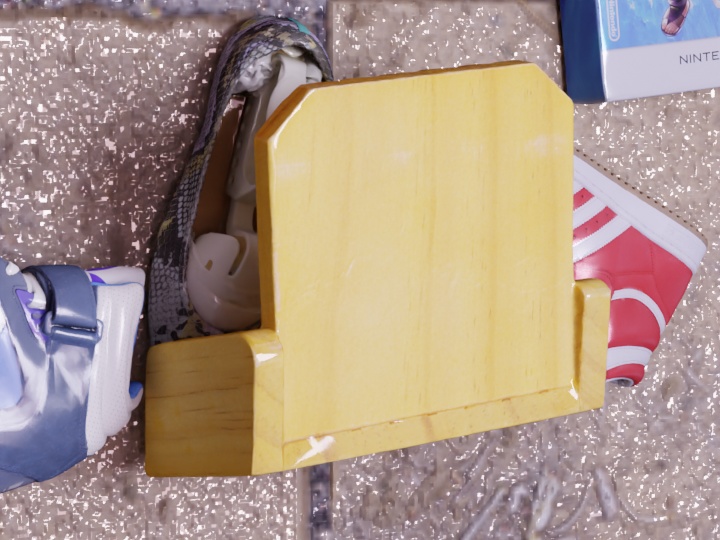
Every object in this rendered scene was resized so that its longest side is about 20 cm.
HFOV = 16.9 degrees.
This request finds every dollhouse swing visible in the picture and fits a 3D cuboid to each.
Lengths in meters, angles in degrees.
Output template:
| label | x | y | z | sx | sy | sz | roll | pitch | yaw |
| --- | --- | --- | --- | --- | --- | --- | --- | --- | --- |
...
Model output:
| label | x | y | z | sx | sy | sz | roll | pitch | yaw |
| --- | --- | --- | --- | --- | --- | --- | --- | --- | --- |
| dollhouse swing | 0.000 | 0.000 | 1.195 | 0.199 | 0.182 | 0.177 | -10 | 90 | -29 |

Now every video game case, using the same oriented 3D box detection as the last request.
| label | x | y | z | sx | sy | sz | roll | pitch | yaw |
| --- | --- | --- | --- | --- | --- | --- | --- | --- | --- |
| video game case | 0.193 | -0.201 | 1.338 | 0.181 | 0.045 | 0.201 | -9 | 99 | -26 |

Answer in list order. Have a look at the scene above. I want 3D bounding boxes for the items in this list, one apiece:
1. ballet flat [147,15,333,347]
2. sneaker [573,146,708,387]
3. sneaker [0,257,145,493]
| label | x | y | z | sx | sy | sz | roll | pitch | yaw |
| --- | --- | --- | --- | --- | --- | --- | --- | --- | --- |
| ballet flat | -0.059 | -0.032 | 1.219 | 0.072 | 0.072 | 0.201 | 15 | 89 | -26 |
| sneaker | 0.092 | -0.006 | 1.292 | 0.200 | 0.071 | 0.113 | 28 | 79 | -27 |
| sneaker | -0.179 | 0.005 | 1.165 | 0.146 | 0.080 | 0.201 | -26 | 102 | -30 |
